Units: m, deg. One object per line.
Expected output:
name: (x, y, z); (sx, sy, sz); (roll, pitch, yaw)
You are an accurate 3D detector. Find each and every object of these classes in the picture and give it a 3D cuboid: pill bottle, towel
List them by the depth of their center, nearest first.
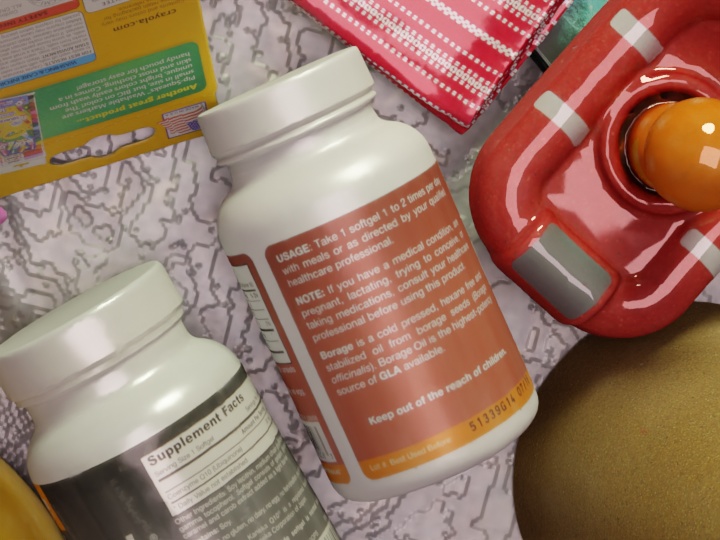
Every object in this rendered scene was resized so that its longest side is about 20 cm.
pill bottle: (-0.089, 0.104, 0.886); (0.116, 0.116, 0.200); (-30, 99, -4)
pill bottle: (0.000, 0.000, 0.889); (0.112, 0.112, 0.200); (-24, 99, -5)
towel: (0.057, -0.186, 0.894); (0.145, 0.022, 0.200); (37, 97, -7)

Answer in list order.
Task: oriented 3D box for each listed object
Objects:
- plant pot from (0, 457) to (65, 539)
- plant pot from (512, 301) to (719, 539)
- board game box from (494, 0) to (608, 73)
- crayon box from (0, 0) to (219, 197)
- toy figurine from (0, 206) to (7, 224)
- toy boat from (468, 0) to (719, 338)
plant pot: (-0.260, 0.173, 0.839); (0.201, 0.201, 0.189); (35, 105, -10)
plant pot: (0.184, 0.121, 0.883); (0.186, 0.200, 0.187); (-1, 97, -7)
board game box: (0.124, -0.167, 0.932); (0.135, 0.028, 0.200); (-41, 99, -2)
crayon box: (-0.139, -0.120, 0.846); (0.125, 0.200, 0.052); (-18, 62, -6)
toy figurine: (-0.226, -0.057, 0.820); (0.200, 0.184, 0.150); (6, 67, 33)
toy boat: (0.150, -0.059, 0.866); (0.130, 0.131, 0.200); (41, 92, -11)
